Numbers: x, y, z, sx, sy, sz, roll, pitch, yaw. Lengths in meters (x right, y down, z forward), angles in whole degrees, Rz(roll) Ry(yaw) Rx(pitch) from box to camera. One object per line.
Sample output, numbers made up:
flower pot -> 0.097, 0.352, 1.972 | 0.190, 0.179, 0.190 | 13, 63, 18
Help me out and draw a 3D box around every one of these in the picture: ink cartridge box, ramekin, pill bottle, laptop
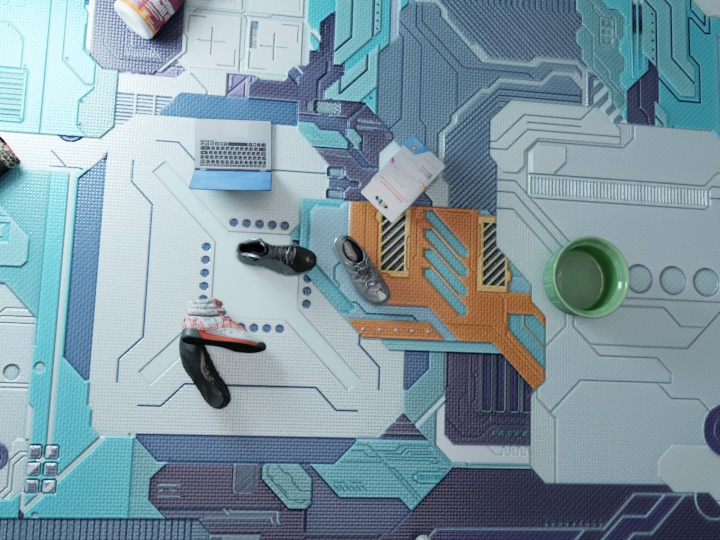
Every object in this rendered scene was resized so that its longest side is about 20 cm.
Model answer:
ink cartridge box -> 0.101, -0.218, 1.649 | 0.115, 0.068, 0.200 | 44, 80, -1
ramekin -> 0.555, 0.021, 1.669 | 0.197, 0.098, 0.203 | 1, 84, -7
pill bottle -> -0.482, -0.663, 1.600 | 0.109, 0.110, 0.201 | 39, 81, -2
laptop -> -0.302, -0.275, 1.578 | 0.185, 0.116, 0.203 | 0, 84, -8

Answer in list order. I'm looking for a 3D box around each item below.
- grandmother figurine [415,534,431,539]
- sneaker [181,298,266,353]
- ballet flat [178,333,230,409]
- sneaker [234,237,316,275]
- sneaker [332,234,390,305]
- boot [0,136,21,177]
grandmother figurine -> 0.136, 0.719, 1.558 | 0.120, 0.061, 0.203 | 13, 85, -15
sneaker -> -0.311, 0.124, 1.556 | 0.199, 0.067, 0.109 | 12, 61, -21
ballet flat -> -0.365, 0.232, 1.555 | 0.066, 0.057, 0.202 | -29, 82, 5
sneaker -> -0.199, -0.034, 1.565 | 0.197, 0.115, 0.076 | 6, 83, -7
sneaker -> 0.000, 0.000, 1.605 | 0.075, 0.082, 0.201 | -39, 90, -10
boot -> -0.890, -0.269, 1.520 | 0.150, 0.073, 0.200 | -42, 94, -9
